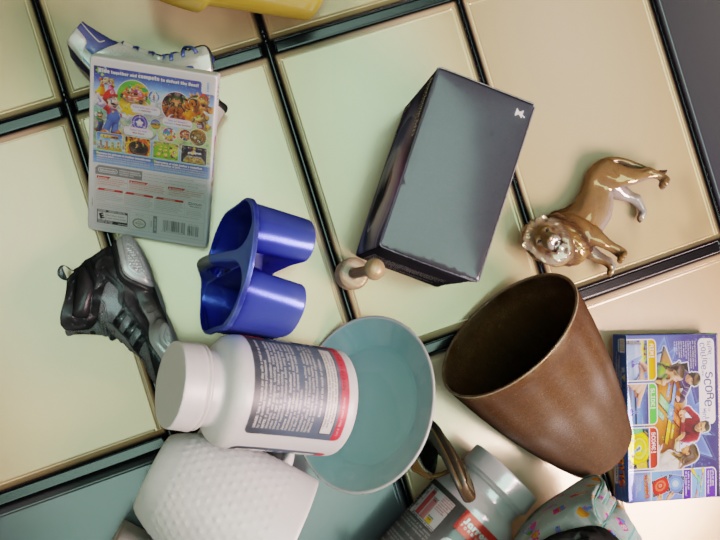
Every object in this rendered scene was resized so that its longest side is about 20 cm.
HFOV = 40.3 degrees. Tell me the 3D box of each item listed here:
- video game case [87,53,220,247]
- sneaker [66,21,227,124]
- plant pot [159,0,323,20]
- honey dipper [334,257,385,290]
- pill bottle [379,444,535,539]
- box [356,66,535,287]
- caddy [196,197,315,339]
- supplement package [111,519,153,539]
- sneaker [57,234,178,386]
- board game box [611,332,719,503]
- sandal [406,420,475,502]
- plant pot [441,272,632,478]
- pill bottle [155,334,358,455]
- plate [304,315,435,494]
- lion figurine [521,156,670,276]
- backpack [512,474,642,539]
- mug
[{"bbox_3d":[-0.233,-0.131,1.098,0.141,0.018,0.203,9,115,2],"label":"video game case"},{"bbox_3d":[-0.231,-0.226,1.132,0.199,0.080,0.116,39,80,-12],"label":"sneaker"},{"bbox_3d":[-0.125,-0.374,1.098,0.186,0.200,0.204,16,86,-22],"label":"plant pot"},{"bbox_3d":[0.000,0.000,1.089,0.037,0.200,0.039,0,87,-8],"label":"honey dipper"},{"bbox_3d":[0.103,0.308,1.136,0.116,0.116,0.200,43,83,-4],"label":"pill bottle"},{"bbox_3d":[0.088,-0.097,1.107,0.121,0.198,0.203,19,85,-7],"label":"box"},{"bbox_3d":[-0.127,0.001,1.078,0.103,0.199,0.144,14,77,-20],"label":"caddy"},{"bbox_3d":[-0.209,0.384,1.089,0.198,0.117,0.118,30,86,-7],"label":"supplement package"},{"bbox_3d":[-0.273,0.070,1.114,0.112,0.075,0.203,-21,85,-7],"label":"sneaker"},{"bbox_3d":[0.378,0.179,1.211,0.133,0.034,0.204,1,88,-17],"label":"board game box"},{"bbox_3d":[0.067,0.194,1.110,0.054,0.200,0.082,-38,137,-4],"label":"sandal"},{"bbox_3d":[0.226,0.141,1.142,0.187,0.187,0.200,-45,111,-7],"label":"plant pot"},{"bbox_3d":[-0.113,0.133,1.058,0.197,0.119,0.122,11,86,-30],"label":"pill bottle"},{"bbox_3d":[0.008,0.153,1.118,0.025,0.198,0.203,25,84,-49],"label":"plate"},{"bbox_3d":[0.288,-0.076,1.207,0.121,0.073,0.201,32,70,7],"label":"lion figurine"},{"bbox_3d":[0.240,0.309,1.067,0.165,0.199,0.128,-27,84,21],"label":"backpack"},{"bbox_3d":[-0.146,0.243,1.102,0.173,0.148,0.202,26,54,-2],"label":"mug"}]
